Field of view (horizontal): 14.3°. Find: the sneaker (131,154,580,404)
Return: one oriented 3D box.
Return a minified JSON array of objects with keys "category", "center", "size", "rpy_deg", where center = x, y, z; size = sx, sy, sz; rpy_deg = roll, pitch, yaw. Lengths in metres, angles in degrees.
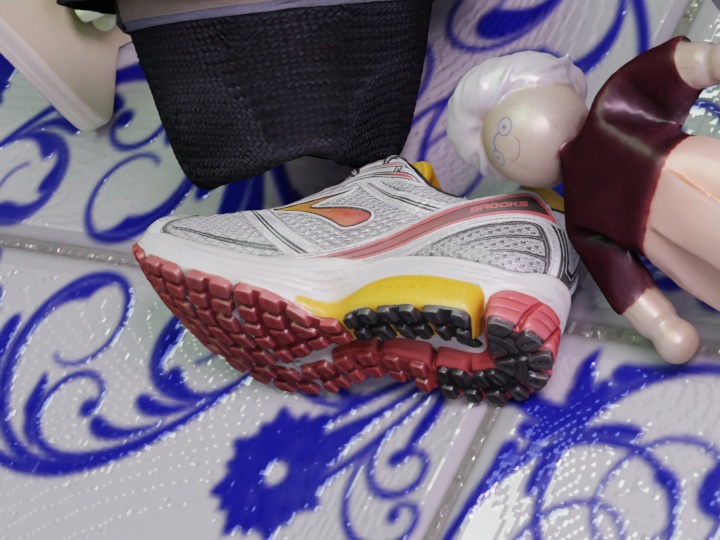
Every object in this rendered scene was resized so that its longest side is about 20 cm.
[{"category":"sneaker","center":[0.000,0.000,1.128],"size":[0.200,0.078,0.082],"rpy_deg":[5,56,31]}]

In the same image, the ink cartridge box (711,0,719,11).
[{"category":"ink cartridge box","center":[0.199,-0.153,0.986],"size":[0.196,0.200,0.043],"rpy_deg":[-43,41,1]}]

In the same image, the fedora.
[{"category":"fedora","center":[-0.029,-0.082,1.167],"size":[0.200,0.200,0.092],"rpy_deg":[-4,94,37]}]

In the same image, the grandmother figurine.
[{"category":"grandmother figurine","center":[0.111,-0.027,1.019],"size":[0.200,0.060,0.122],"rpy_deg":[29,109,36]}]

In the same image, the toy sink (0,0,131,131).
[{"category":"toy sink","center":[-0.111,-0.189,1.328],"size":[0.112,0.130,0.200],"rpy_deg":[-22,44,24]}]
